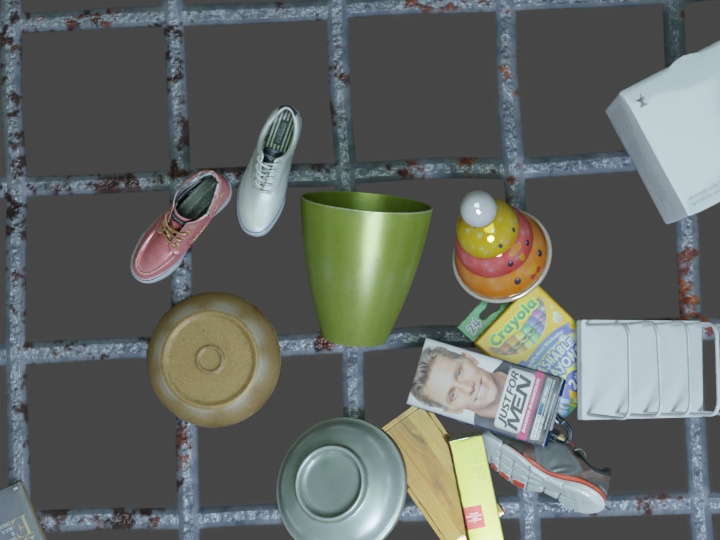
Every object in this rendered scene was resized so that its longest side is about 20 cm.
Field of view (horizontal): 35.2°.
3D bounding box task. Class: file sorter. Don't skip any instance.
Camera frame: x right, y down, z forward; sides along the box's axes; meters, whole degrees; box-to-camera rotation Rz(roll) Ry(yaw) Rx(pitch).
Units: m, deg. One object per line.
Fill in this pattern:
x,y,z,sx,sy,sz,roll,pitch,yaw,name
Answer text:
0.415,0.136,1.556,0.200,0.125,0.139,1,86,-19,file sorter

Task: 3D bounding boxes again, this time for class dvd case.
-0.527,0.432,1.665,0.149,0.016,0.200,-25,86,0,dvd case

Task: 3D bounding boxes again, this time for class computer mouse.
0.205,0.201,1.608,0.200,0.034,0.059,17,101,23,computer mouse

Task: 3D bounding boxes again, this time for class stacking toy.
0.176,-0.051,1.560,0.146,0.200,0.146,-8,67,18,stacking toy

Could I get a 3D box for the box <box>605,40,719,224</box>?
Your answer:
0.486,-0.199,1.602,0.199,0.131,0.200,-27,86,1,box

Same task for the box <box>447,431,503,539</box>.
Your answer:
0.165,0.328,1.578,0.050,0.075,0.200,-11,87,2,box

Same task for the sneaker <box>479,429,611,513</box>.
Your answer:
0.266,0.272,1.625,0.200,0.077,0.082,28,57,10,sneaker

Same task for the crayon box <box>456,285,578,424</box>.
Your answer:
0.253,0.107,1.633,0.200,0.052,0.126,43,89,5,crayon box

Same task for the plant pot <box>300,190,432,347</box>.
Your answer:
0.000,0.000,1.603,0.187,0.187,0.200,6,102,3,plant pot

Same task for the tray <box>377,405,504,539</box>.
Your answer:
0.109,0.294,1.636,0.099,0.037,0.200,-36,85,0,tray

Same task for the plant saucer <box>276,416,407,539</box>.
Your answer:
-0.035,0.302,1.598,0.200,0.050,0.200,-7,69,19,plant saucer

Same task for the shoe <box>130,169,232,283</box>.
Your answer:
-0.268,-0.066,1.646,0.071,0.091,0.200,42,89,4,shoe

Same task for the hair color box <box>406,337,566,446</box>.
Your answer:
0.175,0.169,1.577,0.200,0.061,0.100,15,85,16,hair color box

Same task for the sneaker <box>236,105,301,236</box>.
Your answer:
-0.137,-0.149,1.656,0.073,0.071,0.200,13,87,3,sneaker

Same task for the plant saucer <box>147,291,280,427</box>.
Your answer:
-0.217,0.130,1.660,0.200,0.035,0.201,0,86,2,plant saucer
